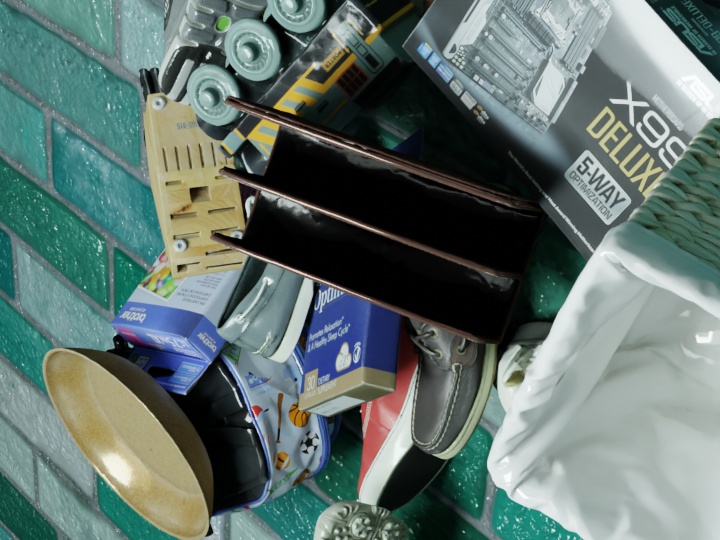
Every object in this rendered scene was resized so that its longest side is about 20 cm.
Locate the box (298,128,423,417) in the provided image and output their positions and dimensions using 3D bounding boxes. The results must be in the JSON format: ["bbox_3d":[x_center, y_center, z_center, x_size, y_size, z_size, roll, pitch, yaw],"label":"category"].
[{"bbox_3d":[0.000,0.000,1.119,0.121,0.032,0.201,149,133,-62],"label":"box"}]

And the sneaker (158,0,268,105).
[{"bbox_3d":[-0.106,-0.234,1.159,0.200,0.075,0.116,-53,35,30],"label":"sneaker"}]

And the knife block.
[{"bbox_3d":[-0.145,-0.083,1.273,0.176,0.064,0.201,131,130,-77],"label":"knife block"}]

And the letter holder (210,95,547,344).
[{"bbox_3d":[0.004,-0.032,0.978,0.199,0.142,0.101,21,94,15],"label":"letter holder"}]

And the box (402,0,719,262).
[{"bbox_3d":[0.137,-0.121,0.919,0.200,0.050,0.158,51,137,11],"label":"box"}]

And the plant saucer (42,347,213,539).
[{"bbox_3d":[-0.185,0.136,1.259,0.200,0.035,0.201,34,147,26],"label":"plant saucer"}]

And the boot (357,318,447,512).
[{"bbox_3d":[0.014,0.088,1.218,0.144,0.072,0.201,41,129,32],"label":"boot"}]

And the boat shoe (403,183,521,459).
[{"bbox_3d":[0.060,0.033,1.071,0.073,0.065,0.201,14,93,58],"label":"boat shoe"}]

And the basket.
[{"bbox_3d":[0.206,0.059,0.826,0.200,0.161,0.199,31,134,11],"label":"basket"}]

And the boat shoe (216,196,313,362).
[{"bbox_3d":[-0.059,-0.033,1.160,0.073,0.062,0.201,-178,104,-72],"label":"boat shoe"}]

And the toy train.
[{"bbox_3d":[-0.039,-0.143,1.086,0.114,0.085,0.200,47,126,0],"label":"toy train"}]

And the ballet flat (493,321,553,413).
[{"bbox_3d":[0.138,0.070,1.045,0.200,0.068,0.068,-14,99,54],"label":"ballet flat"}]

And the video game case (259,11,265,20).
[{"bbox_3d":[-0.101,-0.268,1.213,0.181,0.025,0.201,-23,88,55],"label":"video game case"}]

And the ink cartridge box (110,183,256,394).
[{"bbox_3d":[-0.131,0.008,1.261,0.119,0.200,0.042,7,149,50],"label":"ink cartridge box"}]

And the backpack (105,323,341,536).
[{"bbox_3d":[-0.104,0.120,1.315,0.190,0.154,0.201,-12,105,63],"label":"backpack"}]

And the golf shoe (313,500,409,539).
[{"bbox_3d":[0.001,0.231,1.220,0.097,0.078,0.200,23,164,38],"label":"golf shoe"}]

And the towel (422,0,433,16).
[{"bbox_3d":[0.113,-0.171,0.993,0.200,0.022,0.147,30,130,42],"label":"towel"}]
